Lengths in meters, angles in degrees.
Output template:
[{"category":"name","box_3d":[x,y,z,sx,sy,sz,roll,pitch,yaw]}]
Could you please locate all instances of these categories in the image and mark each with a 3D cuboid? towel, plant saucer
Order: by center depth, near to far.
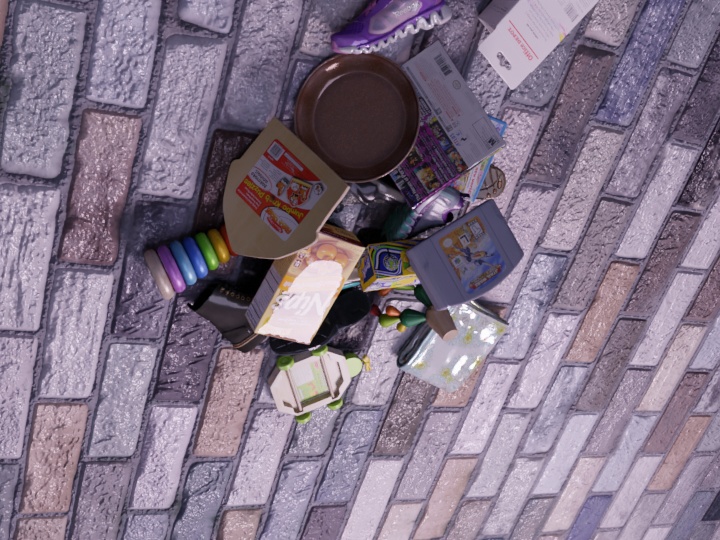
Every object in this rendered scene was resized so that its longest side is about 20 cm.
[{"category":"plant saucer","box_3d":[-0.004,-0.237,1.265,0.198,0.037,0.203,0,91,8]},{"category":"towel","box_3d":[0.188,0.146,1.636,0.170,0.048,0.201,30,105,-34]}]

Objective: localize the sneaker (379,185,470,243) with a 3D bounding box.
[{"category":"sneaker","box_3d":[0.105,-0.081,1.392,0.087,0.075,0.200,20,145,-18]}]

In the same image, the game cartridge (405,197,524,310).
[{"category":"game cartridge","box_3d":[0.184,-0.023,1.378,0.199,0.042,0.134,-32,88,-25]}]

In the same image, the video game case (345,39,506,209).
[{"category":"video game case","box_3d":[0.103,-0.229,1.285,0.180,0.036,0.201,-34,86,6]}]

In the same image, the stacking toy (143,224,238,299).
[{"category":"stacking toy","box_3d":[-0.245,-0.030,1.320,0.198,0.085,0.086,-25,127,-13]}]

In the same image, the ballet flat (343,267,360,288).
[{"category":"ballet flat","box_3d":[0.000,0.000,1.452,0.198,0.070,0.070,-7,123,-9]}]

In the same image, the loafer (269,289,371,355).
[{"category":"loafer","box_3d":[-0.074,0.103,1.462,0.198,0.073,0.072,-22,170,-20]}]

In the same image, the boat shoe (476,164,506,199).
[{"category":"boat shoe","box_3d":[0.150,-0.164,1.411,0.198,0.068,0.073,5,111,-6]}]

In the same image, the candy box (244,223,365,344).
[{"category":"candy box","box_3d":[-0.092,0.018,1.327,0.115,0.055,0.201,17,112,-36]}]

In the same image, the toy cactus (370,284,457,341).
[{"category":"toy cactus","box_3d":[0.124,0.063,1.490,0.199,0.166,0.102,-33,146,2]}]

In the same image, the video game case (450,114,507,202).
[{"category":"video game case","box_3d":[0.125,-0.214,1.348,0.198,0.018,0.144,20,106,-8]}]

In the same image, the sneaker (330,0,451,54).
[{"category":"sneaker","box_3d":[0.039,-0.391,1.222,0.199,0.080,0.089,-27,121,-12]}]

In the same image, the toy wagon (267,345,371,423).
[{"category":"toy wagon","box_3d":[-0.076,0.206,1.563,0.198,0.040,0.156,-21,126,-11]}]

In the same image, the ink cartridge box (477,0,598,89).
[{"category":"ink cartridge box","box_3d":[0.273,-0.409,1.313,0.200,0.067,0.117,-46,127,7]}]

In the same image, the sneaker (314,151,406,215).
[{"category":"sneaker","box_3d":[-0.023,-0.128,1.353,0.198,0.076,0.115,15,116,-23]}]

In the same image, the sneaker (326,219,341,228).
[{"category":"sneaker","box_3d":[-0.085,-0.046,1.374,0.199,0.075,0.079,15,115,-36]}]

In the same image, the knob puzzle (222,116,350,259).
[{"category":"knob puzzle","box_3d":[-0.133,-0.106,1.268,0.220,0.220,0.030,-48,161,10]}]

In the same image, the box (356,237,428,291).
[{"category":"box","box_3d":[0.097,-0.015,1.400,0.198,0.065,0.070,-8,164,-24]}]

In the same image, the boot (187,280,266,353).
[{"category":"boot","box_3d":[-0.184,0.039,1.393,0.200,0.078,0.138,-45,122,7]}]
